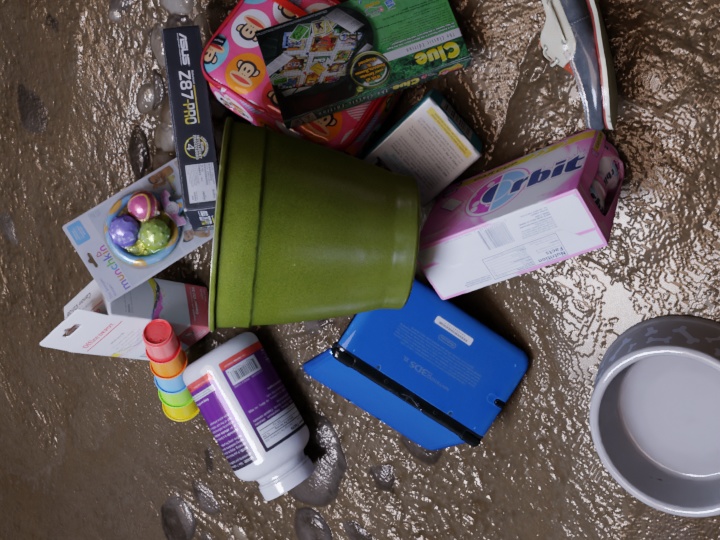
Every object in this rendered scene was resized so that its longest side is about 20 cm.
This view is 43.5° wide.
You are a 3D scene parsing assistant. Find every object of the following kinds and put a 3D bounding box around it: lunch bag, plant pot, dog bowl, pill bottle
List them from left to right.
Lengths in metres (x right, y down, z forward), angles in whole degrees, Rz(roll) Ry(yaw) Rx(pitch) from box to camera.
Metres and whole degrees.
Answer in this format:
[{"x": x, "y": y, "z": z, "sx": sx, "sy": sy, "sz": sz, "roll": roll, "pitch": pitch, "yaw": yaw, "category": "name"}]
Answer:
[{"x": -0.140, "y": 0.191, "z": 1.177, "sx": 0.112, "sy": 0.112, "sz": 0.202, "roll": -31, "pitch": 88, "yaw": 37, "category": "pill bottle"}, {"x": -0.051, "y": -0.221, "z": 0.960, "sx": 0.198, "sy": 0.082, "sz": 0.178, "roll": 33, "pitch": 79, "yaw": 11, "category": "lunch bag"}, {"x": -0.043, "y": -0.036, "z": 0.877, "sx": 0.189, "sy": 0.201, "sz": 0.204, "roll": 5, "pitch": 114, "yaw": -6, "category": "plant pot"}, {"x": 0.317, "y": 0.149, "z": 0.891, "sx": 0.197, "sy": 0.058, "sz": 0.204, "roll": 11, "pitch": 111, "yaw": 30, "category": "dog bowl"}]

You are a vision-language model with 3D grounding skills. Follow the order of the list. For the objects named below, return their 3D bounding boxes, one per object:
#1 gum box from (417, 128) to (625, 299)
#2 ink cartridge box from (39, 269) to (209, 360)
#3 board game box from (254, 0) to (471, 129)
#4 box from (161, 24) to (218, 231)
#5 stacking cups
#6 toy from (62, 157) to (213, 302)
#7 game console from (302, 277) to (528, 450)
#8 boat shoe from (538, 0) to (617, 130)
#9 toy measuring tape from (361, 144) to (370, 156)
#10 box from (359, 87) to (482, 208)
[{"x": 0.157, "y": -0.056, "z": 0.882, "sx": 0.198, "sy": 0.114, "sz": 0.067, "roll": -20, "pitch": 117, "yaw": 37, "category": "gum box"}, {"x": -0.309, "y": 0.060, "z": 1.187, "sx": 0.116, "sy": 0.198, "sz": 0.069, "roll": -34, "pitch": 58, "yaw": 35, "category": "ink cartridge box"}, {"x": 0.002, "y": -0.222, "z": 0.904, "sx": 0.196, "sy": 0.024, "sz": 0.107, "roll": -18, "pitch": 73, "yaw": -2, "category": "board game box"}, {"x": -0.191, "y": -0.156, "z": 1.043, "sx": 0.161, "sy": 0.048, "sz": 0.204, "roll": 144, "pitch": 118, "yaw": -79, "category": "box"}, {"x": -0.253, "y": 0.129, "z": 1.210, "sx": 0.060, "sy": 0.061, "sz": 0.202, "roll": 31, "pitch": 149, "yaw": 21, "category": "stacking cups"}, {"x": -0.257, "y": -0.066, "z": 1.122, "sx": 0.116, "sy": 0.198, "sz": 0.047, "roll": 54, "pitch": 162, "yaw": 9, "category": "toy"}, {"x": 0.059, "y": 0.106, "z": 1.026, "sx": 0.198, "sy": 0.118, "sz": 0.172, "roll": 33, "pitch": 94, "yaw": -12, "category": "game console"}, {"x": 0.193, "y": -0.225, "z": 0.832, "sx": 0.061, "sy": 0.071, "sz": 0.204, "roll": -12, "pitch": 93, "yaw": 20, "category": "boat shoe"}, {"x": -0.018, "y": -0.129, "z": 1.008, "sx": 0.200, "sy": 0.073, "sz": 0.074, "roll": 43, "pitch": 124, "yaw": 14, "category": "toy measuring tape"}, {"x": 0.031, "y": -0.093, "z": 0.965, "sx": 0.199, "sy": 0.049, "sz": 0.082, "roll": -41, "pitch": 99, "yaw": 23, "category": "box"}]
